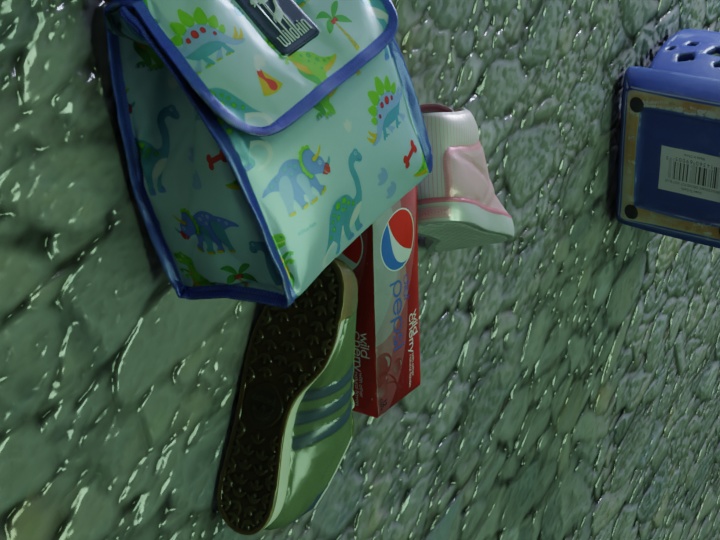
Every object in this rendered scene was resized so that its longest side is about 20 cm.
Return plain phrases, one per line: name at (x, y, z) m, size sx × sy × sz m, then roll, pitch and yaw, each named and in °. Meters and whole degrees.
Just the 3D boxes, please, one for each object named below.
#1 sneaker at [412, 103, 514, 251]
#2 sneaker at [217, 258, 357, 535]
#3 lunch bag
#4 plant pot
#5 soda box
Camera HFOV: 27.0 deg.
sneaker at (0.073, -0.074, 1.181) m, size 0.200 × 0.075 × 0.106 m, roll 23°, pitch 59°, yaw -74°
sneaker at (-0.038, 0.089, 1.067) m, size 0.090 × 0.067 × 0.202 m, roll 11°, pitch 98°, yaw -60°
lunch bag at (-0.058, -0.106, 0.910) m, size 0.170 × 0.127 × 0.202 m, roll -43°, pitch 122°, yaw -41°
plant pot at (0.378, -0.128, 1.569) m, size 0.179 × 0.199 × 0.202 m, roll -25°, pitch 123°, yaw -47°
soda box at (0.000, 0.000, 1.090) m, size 0.063 × 0.069 × 0.202 m, roll -32°, pitch 128°, yaw -50°
